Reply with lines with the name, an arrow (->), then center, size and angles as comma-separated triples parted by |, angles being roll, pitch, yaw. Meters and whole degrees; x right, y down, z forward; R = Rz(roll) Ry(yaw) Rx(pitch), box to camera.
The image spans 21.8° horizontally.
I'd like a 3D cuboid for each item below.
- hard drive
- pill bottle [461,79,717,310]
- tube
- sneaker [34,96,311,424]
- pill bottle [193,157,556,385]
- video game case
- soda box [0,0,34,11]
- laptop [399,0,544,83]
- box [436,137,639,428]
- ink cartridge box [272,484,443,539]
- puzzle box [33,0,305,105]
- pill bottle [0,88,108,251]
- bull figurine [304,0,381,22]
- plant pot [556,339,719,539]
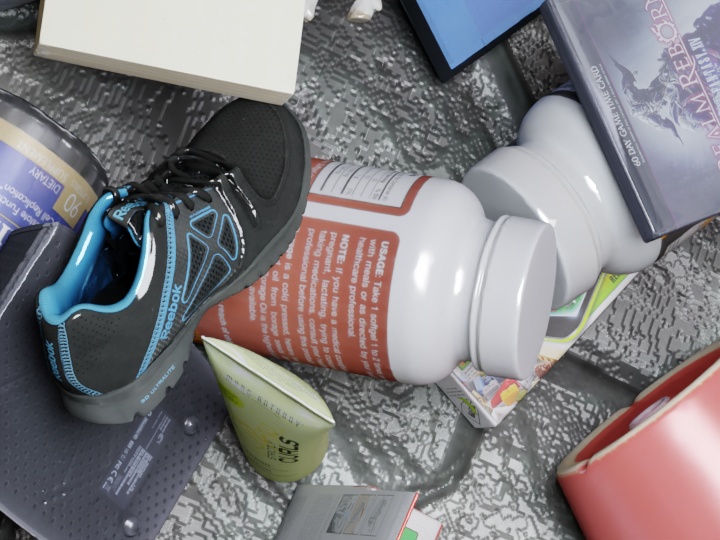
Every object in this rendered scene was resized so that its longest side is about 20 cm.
hard drive -> -0.150, 0.071, 0.974 | 0.135, 0.042, 0.200 | -60, 145, -17
pill bottle -> 0.162, -0.069, 1.081 | 0.199, 0.116, 0.117 | -34, 97, -20
tube -> -0.045, 0.074, 0.983 | 0.058, 0.200, 0.052 | -8, 77, -3
sneaker -> -0.088, -0.020, 0.920 | 0.073, 0.082, 0.201 | 15, 57, 25
pill bottle -> 0.000, 0.000, 1.009 | 0.199, 0.112, 0.113 | 11, 79, 17
video game case -> 0.213, -0.114, 1.036 | 0.199, 0.019, 0.144 | -21, 82, -20
soda box -> -0.132, -0.208, 1.053 | 0.199, 0.064, 0.069 | -22, 92, -21
laptop -> 0.109, -0.224, 1.064 | 0.178, 0.199, 0.104 | 60, 40, -27
box -> 0.105, -0.013, 1.135 | 0.200, 0.035, 0.110 | -46, 100, -18
ink cartridge box -> -0.007, 0.172, 0.987 | 0.050, 0.200, 0.110 | 28, 76, -15
puzzle box -> -0.087, -0.194, 0.951 | 0.132, 0.025, 0.202 | 10, 78, -16
pill bottle -> -0.225, 0.007, 0.971 | 0.111, 0.112, 0.201 | 33, 75, -14
bull figurine -> -0.072, -0.198, 1.007 | 0.199, 0.065, 0.122 | 2, 87, -17
plant pot -> 0.221, 0.147, 1.089 | 0.200, 0.200, 0.178 | -37, 88, -19
